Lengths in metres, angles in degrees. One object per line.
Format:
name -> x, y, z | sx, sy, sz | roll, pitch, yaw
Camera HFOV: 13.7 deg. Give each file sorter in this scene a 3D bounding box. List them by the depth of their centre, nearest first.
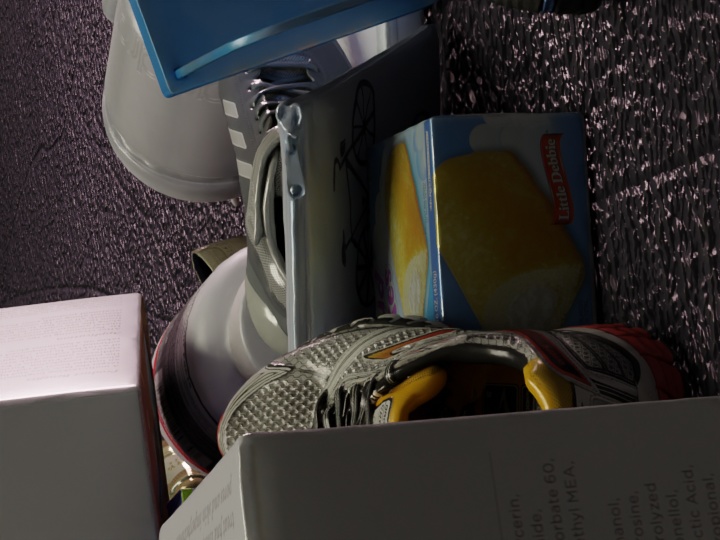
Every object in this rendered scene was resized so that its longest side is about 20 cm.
file sorter -> -0.043, -0.200, 1.322 | 0.200, 0.139, 0.123 | 70, 161, -2

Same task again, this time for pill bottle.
pill bottle -> -0.039, 0.044, 1.510 | 0.200, 0.111, 0.111 | 139, 127, -73

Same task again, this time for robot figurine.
robot figurine -> -0.082, -0.115, 1.647 | 0.170, 0.113, 0.200 | 48, 150, 22

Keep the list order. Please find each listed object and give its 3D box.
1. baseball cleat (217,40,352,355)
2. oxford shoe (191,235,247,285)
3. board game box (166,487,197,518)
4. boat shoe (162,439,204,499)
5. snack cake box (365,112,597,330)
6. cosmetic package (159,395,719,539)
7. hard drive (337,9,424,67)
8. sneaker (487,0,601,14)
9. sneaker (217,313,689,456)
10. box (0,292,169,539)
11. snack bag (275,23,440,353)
baseball cleat -> -0.026, -0.061, 1.387 | 0.106, 0.070, 0.200 | 99, 164, -58
oxford shoe -> -0.053, 0.074, 1.651 | 0.070, 0.075, 0.200 | 112, 152, -59
board game box -> -0.012, 0.198, 1.382 | 0.045, 0.134, 0.200 | 131, 134, -72
boat shoe -> -0.127, 0.212, 1.997 | 0.063, 0.073, 0.200 | -115, 26, -64
snack cake box -> 0.051, 0.041, 1.226 | 0.115, 0.067, 0.200 | 162, 104, -75
cosmetic package -> 0.050, 0.140, 0.967 | 0.165, 0.200, 0.165 | 130, 135, -70
hard drive -> 0.006, -0.117, 1.470 | 0.132, 0.026, 0.200 | -176, 83, -76
sneaker -> 0.048, -0.173, 1.190 | 0.200, 0.076, 0.077 | 46, 130, 49
sneaker -> 0.021, 0.051, 1.120 | 0.200, 0.082, 0.078 | -10, 84, 40
box -> -0.148, 0.110, 1.462 | 0.200, 0.106, 0.153 | -107, 11, -77
snack bag -> 0.000, 0.000, 1.315 | 0.200, 0.021, 0.189 | -38, -51, -66
